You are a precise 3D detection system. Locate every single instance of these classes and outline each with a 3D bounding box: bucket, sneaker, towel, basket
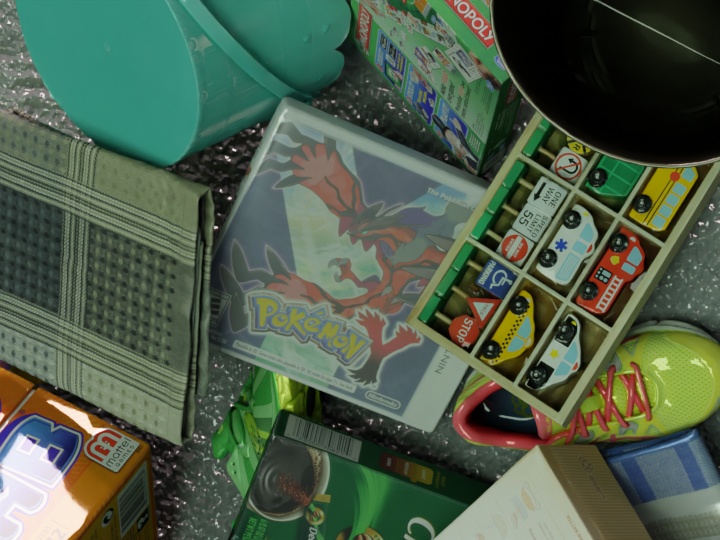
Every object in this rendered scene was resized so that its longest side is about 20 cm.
[{"bbox_3d":[-0.121,-0.175,1.612,0.206,0.135,0.208,29,137,31],"label":"bucket"},{"bbox_3d":[0.149,0.087,1.609,0.199,0.090,0.079,-13,96,28],"label":"sneaker"},{"bbox_3d":[-0.175,0.003,1.649,0.199,0.034,0.194,23,118,32],"label":"towel"},{"bbox_3d":[0.199,0.208,1.632,0.146,0.024,0.201,-16,107,28],"label":"towel"},{"bbox_3d":[-0.069,0.108,1.734,0.083,0.074,0.202,7,106,21],"label":"sneaker"},{"bbox_3d":[0.180,-0.139,1.460,0.179,0.200,0.137,28,101,11],"label":"basket"}]

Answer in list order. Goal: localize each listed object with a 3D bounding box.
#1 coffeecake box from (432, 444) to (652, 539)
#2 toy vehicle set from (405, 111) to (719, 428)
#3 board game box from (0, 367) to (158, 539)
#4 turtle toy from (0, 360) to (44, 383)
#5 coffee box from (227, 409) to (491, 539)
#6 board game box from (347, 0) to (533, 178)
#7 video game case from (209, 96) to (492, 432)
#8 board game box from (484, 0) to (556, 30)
[{"bbox_3d":[0.105,0.234,1.584,0.200,0.073,0.154,-45,61,27],"label":"coffeecake box"},{"bbox_3d":[0.133,-0.016,1.577,0.124,0.027,0.201,32,88,16],"label":"toy vehicle set"},{"bbox_3d":[-0.281,0.211,1.756,0.199,0.200,0.201,25,143,19],"label":"board game box"},{"bbox_3d":[-0.260,0.019,1.792,0.199,0.101,0.147,20,111,21],"label":"turtle toy"},{"bbox_3d":[0.014,0.187,1.691,0.199,0.044,0.124,21,112,-4],"label":"coffee box"},{"bbox_3d":[0.047,-0.143,1.553,0.029,0.200,0.135,-38,80,-11],"label":"board game box"},{"bbox_3d":[0.000,0.000,1.639,0.199,0.023,0.183,22,112,-14],"label":"video game case"},{"bbox_3d":[0.093,-0.252,1.535,0.034,0.126,0.202,-3,106,-13],"label":"board game box"}]
